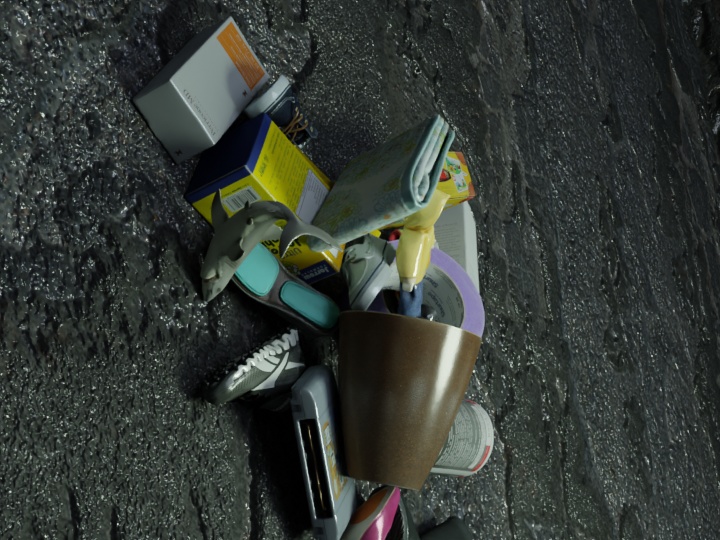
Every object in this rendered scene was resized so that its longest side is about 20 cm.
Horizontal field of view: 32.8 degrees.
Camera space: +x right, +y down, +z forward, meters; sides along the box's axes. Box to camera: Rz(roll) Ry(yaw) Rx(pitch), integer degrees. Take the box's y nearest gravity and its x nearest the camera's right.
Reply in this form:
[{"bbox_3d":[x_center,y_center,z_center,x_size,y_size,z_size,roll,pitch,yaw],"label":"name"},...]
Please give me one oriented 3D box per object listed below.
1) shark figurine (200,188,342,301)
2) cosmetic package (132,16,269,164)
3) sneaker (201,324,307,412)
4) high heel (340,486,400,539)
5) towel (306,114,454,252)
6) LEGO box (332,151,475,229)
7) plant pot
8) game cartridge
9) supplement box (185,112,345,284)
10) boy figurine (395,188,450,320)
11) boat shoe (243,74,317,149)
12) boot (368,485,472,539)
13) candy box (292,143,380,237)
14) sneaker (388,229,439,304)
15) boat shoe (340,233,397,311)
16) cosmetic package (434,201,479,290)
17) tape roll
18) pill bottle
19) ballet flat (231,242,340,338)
[{"bbox_3d":[-0.109,-0.047,1.461,0.089,0.213,0.130,14,65,-39],"label":"shark figurine"},{"bbox_3d":[-0.202,-0.237,1.583,0.102,0.071,0.201,56,34,-21],"label":"cosmetic package"},{"bbox_3d":[-0.118,0.137,1.495,0.091,0.066,0.200,64,29,-3],"label":"sneaker"},{"bbox_3d":[0.015,0.368,1.537,0.096,0.067,0.201,48,48,-15],"label":"high heel"},{"bbox_3d":[0.029,-0.109,1.560,0.048,0.170,0.201,51,35,-19],"label":"towel"},{"bbox_3d":[0.060,-0.119,1.849,0.199,0.148,0.078,-9,80,-59],"label":"LEGO box"},{"bbox_3d":[0.046,0.169,1.541,0.186,0.185,0.203,23,74,-50],"label":"plant pot"},{"bbox_3d":[-0.044,0.226,1.522,0.133,0.041,0.203,-38,120,-72],"label":"game cartridge"},{"bbox_3d":[-0.115,-0.083,1.591,0.200,0.109,0.110,48,37,-29],"label":"supplement box"},{"bbox_3d":[0.080,-0.024,1.618,0.124,0.064,0.203,-53,153,-63],"label":"boy figurine"},{"bbox_3d":[-0.100,-0.204,1.646,0.091,0.071,0.200,48,3,-5],"label":"boat shoe"},{"bbox_3d":[0.092,0.367,1.685,0.199,0.065,0.167,-1,81,-54],"label":"boot"},{"bbox_3d":[-0.064,-0.108,1.698,0.200,0.102,0.027,45,68,-35],"label":"candy box"},{"bbox_3d":[0.074,0.023,1.871,0.090,0.078,0.202,27,44,-38],"label":"sneaker"},{"bbox_3d":[0.000,0.000,1.614,0.066,0.074,0.200,34,16,-3],"label":"boat shoe"},{"bbox_3d":[0.148,-0.014,1.976,0.102,0.073,0.202,63,22,-54],"label":"cosmetic package"},{"bbox_3d":[0.072,0.062,1.742,0.198,0.085,0.202,15,51,-20],"label":"tape roll"},{"bbox_3d":[0.094,0.229,1.727,0.199,0.113,0.115,18,57,-53],"label":"pill bottle"},{"bbox_3d":[-0.115,0.023,1.570,0.199,0.064,0.068,37,63,-15],"label":"ballet flat"}]
